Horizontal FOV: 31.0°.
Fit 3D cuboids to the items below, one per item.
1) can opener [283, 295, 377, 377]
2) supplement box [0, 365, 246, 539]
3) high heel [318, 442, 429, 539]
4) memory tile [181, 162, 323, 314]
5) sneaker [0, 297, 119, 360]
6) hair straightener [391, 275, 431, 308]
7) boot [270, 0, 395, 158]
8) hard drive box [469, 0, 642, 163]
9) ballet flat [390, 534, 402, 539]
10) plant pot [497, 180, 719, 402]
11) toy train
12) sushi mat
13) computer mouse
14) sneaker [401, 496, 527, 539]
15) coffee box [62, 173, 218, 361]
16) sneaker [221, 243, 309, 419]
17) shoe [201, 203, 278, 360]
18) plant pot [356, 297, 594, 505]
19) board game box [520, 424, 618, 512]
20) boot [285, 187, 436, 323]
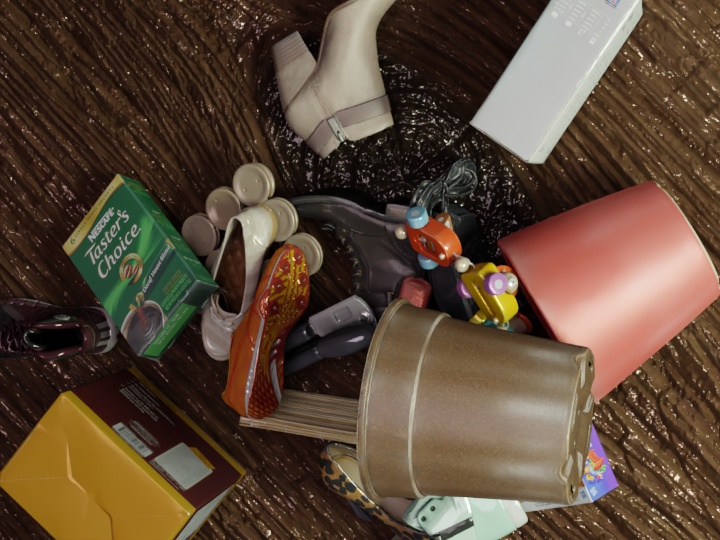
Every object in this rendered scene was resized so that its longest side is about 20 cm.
[{"bbox_3d":[-0.065,0.086,1.489,0.199,0.066,0.053,-25,100,33],"label":"can opener"},{"bbox_3d":[-0.271,0.237,1.500,0.197,0.200,0.133,41,102,7],"label":"supplement box"},{"bbox_3d":[0.050,0.247,1.438,0.198,0.143,0.072,5,55,31],"label":"high heel"},{"bbox_3d":[-0.143,-0.017,1.521,0.200,0.017,0.154,-40,84,30],"label":"memory tile"},{"bbox_3d":[-0.401,0.073,1.563,0.198,0.115,0.076,-4,93,13],"label":"sneaker"},{"bbox_3d":[0.034,0.107,1.440,0.041,0.077,0.202,13,85,-8],"label":"hair straightener"},{"bbox_3d":[-0.004,-0.227,1.478,0.199,0.070,0.147,-29,93,15],"label":"boot"},{"bbox_3d":[0.211,-0.216,1.376,0.077,0.156,0.201,35,100,9],"label":"hard drive box"},{"bbox_3d":[0.001,0.374,1.517,0.067,0.062,0.200,45,103,6],"label":"ballet flat"},{"bbox_3d":[0.268,0.010,1.373,0.176,0.200,0.201,-31,87,3],"label":"plant pot"},{"bbox_3d":[0.118,0.019,1.359,0.055,0.150,0.201,-38,128,-22],"label":"toy train"},{"bbox_3d":[-0.031,0.168,1.494,0.198,0.096,0.012,8,112,13],"label":"sushi mat"},{"bbox_3d":[0.105,-0.015,1.447,0.052,0.138,0.202,-10,105,35],"label":"computer mouse"},{"bbox_3d":[0.080,0.210,1.393,0.118,0.074,0.201,-31,79,-1],"label":"sneaker"},{"bbox_3d":[-0.262,-0.005,1.522,0.123,0.044,0.200,-49,57,14],"label":"coffee box"},{"bbox_3d":[-0.114,0.064,1.461,0.077,0.073,0.202,19,90,43],"label":"sneaker"},{"bbox_3d":[-0.150,0.017,1.493,0.069,0.053,0.202,26,113,19],"label":"shoe"},{"bbox_3d":[0.119,0.139,1.258,0.196,0.200,0.202,7,96,19],"label":"plant pot"},{"bbox_3d":[0.173,0.191,1.412,0.200,0.045,0.136,-25,87,54],"label":"board game box"},{"bbox_3d":[0.000,0.000,1.491,0.198,0.069,0.176,10,104,20],"label":"boot"}]
